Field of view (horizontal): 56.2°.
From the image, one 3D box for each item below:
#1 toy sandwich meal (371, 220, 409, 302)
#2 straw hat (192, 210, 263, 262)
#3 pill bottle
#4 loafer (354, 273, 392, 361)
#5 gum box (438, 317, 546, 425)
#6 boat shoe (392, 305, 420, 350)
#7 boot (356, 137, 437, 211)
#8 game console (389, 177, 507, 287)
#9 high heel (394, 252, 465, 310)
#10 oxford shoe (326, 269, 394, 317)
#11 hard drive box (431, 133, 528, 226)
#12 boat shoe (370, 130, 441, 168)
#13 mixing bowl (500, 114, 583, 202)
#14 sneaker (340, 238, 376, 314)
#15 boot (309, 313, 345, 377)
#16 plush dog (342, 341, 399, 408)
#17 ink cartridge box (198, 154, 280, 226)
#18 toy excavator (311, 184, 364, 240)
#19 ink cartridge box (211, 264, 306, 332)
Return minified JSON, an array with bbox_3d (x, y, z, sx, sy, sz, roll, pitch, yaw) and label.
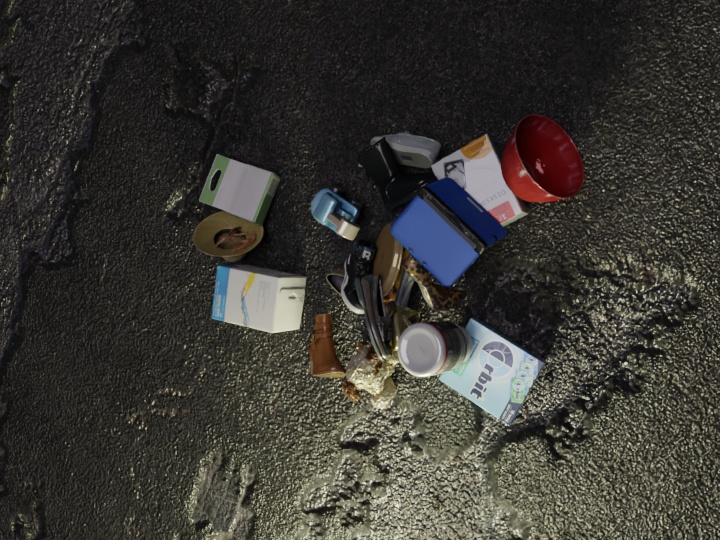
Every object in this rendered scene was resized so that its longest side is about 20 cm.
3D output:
[{"bbox_3d":[0.083,-0.018,1.630,0.069,0.205,0.209,11,96,-16],"label":"toy sandwich meal"},{"bbox_3d":[-0.357,-0.072,1.862,0.198,0.202,0.086,19,140,22],"label":"straw hat"},{"bbox_3d":[0.174,0.174,1.522,0.114,0.199,0.118,-2,87,30],"label":"pill bottle"},{"bbox_3d":[0.042,0.103,1.548,0.062,0.072,0.203,-21,75,10],"label":"loafer"},{"bbox_3d":[0.310,0.236,1.591,0.198,0.044,0.172,31,102,22],"label":"gum box"},{"bbox_3d":[0.108,0.134,1.595,0.062,0.201,0.075,3,102,5],"label":"boat shoe"},{"bbox_3d":[0.083,-0.243,1.630,0.197,0.073,0.164,-22,98,54],"label":"boot"},{"bbox_3d":[0.198,-0.090,1.515,0.200,0.170,0.119,46,132,16],"label":"game console"},{"bbox_3d":[0.180,0.017,1.568,0.071,0.197,0.145,47,129,52],"label":"high heel"},{"bbox_3d":[-0.005,0.065,1.715,0.198,0.075,0.071,28,101,21],"label":"oxford shoe"},{"bbox_3d":[0.280,-0.190,1.585,0.154,0.077,0.203,-28,80,22],"label":"hard drive box"},{"bbox_3d":[0.115,-0.306,1.665,0.199,0.070,0.072,21,64,38],"label":"boat shoe"},{"bbox_3d":[0.386,-0.230,1.495,0.108,0.198,0.203,-35,74,54],"label":"mixing bowl"},{"bbox_3d":[0.000,0.000,1.646,0.072,0.202,0.113,11,130,-16],"label":"sneaker"},{"bbox_3d":[-0.088,0.188,1.706,0.199,0.072,0.158,173,103,-67],"label":"boot"},{"bbox_3d":[0.028,0.230,1.648,0.160,0.171,0.202,36,105,20],"label":"plush dog"},{"bbox_3d":[-0.335,-0.223,1.863,0.197,0.048,0.148,20,87,24],"label":"ink cartridge box"},{"bbox_3d":[-0.060,-0.133,1.670,0.193,0.199,0.101,35,104,20],"label":"toy excavator"},{"bbox_3d":[-0.268,0.072,1.793,0.197,0.147,0.148,10,95,24],"label":"ink cartridge box"}]
